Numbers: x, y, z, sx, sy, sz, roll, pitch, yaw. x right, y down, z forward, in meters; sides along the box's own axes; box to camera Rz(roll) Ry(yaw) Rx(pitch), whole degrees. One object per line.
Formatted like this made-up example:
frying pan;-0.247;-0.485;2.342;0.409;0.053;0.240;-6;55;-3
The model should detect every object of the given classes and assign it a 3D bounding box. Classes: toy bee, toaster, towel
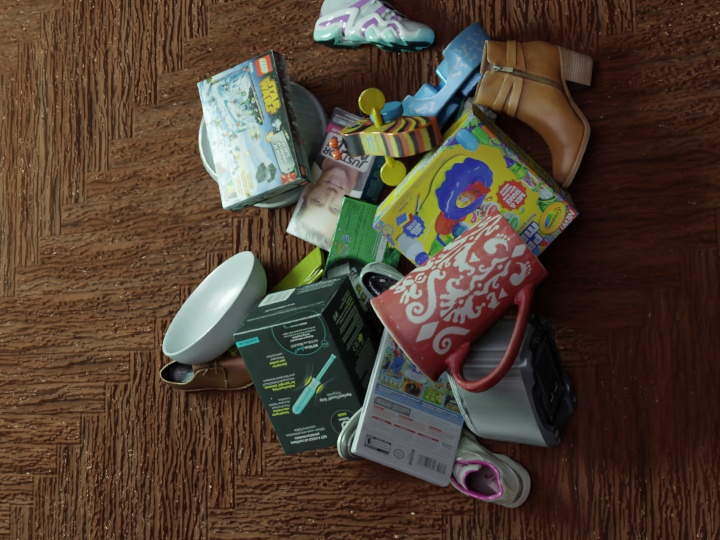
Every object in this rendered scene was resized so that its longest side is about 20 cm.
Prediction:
toy bee;0.019;-0.175;1.637;0.108;0.200;0.132;-30;95;-23
toaster;0.196;0.142;1.589;0.128;0.114;0.201;-3;127;30
towel;-0.130;0.043;1.814;0.200;0.018;0.086;-42;25;15

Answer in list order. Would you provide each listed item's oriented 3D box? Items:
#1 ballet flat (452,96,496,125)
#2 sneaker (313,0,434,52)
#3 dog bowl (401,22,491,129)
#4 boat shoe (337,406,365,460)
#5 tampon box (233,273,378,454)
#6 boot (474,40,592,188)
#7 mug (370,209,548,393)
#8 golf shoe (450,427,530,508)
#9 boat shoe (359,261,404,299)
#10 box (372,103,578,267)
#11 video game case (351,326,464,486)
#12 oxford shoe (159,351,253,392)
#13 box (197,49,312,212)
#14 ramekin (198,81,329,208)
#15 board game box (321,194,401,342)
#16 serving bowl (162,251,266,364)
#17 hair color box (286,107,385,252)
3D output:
ballet flat;0.138;-0.148;1.711;0.071;0.072;0.202;27;98;26
sneaker;0.025;-0.402;1.784;0.198;0.078;0.141;9;89;26
dog bowl;0.122;-0.259;1.707;0.050;0.111;0.200;42;103;10
boat shoe;0.055;0.205;1.639;0.057;0.199;0.068;3;109;48
tampon box;-0.061;0.134;1.697;0.149;0.126;0.201;-13;110;24
boot;0.230;-0.215;1.631;0.153;0.074;0.202;8;73;-8
mug;0.143;0.043;1.522;0.200;0.133;0.178;-40;91;5
golf shoe;0.136;0.262;1.650;0.199;0.091;0.076;22;96;28
boat shoe;0.080;0.059;1.689;0.200;0.071;0.070;34;102;7
box;0.154;-0.081;1.621;0.192;0.122;0.200;41;104;-7
video game case;0.078;0.172;1.618;0.142;0.018;0.202;22;68;-15
oxford shoe;-0.219;0.150;1.848;0.198;0.071;0.072;-17;74;21
box;-0.155;-0.203;1.755;0.136;0.040;0.202;-18;76;24
ramekin;-0.153;-0.201;1.834;0.198;0.105;0.202;-3;84;26
board game box;0.000;0.000;1.742;0.104;0.023;0.202;16;101;1
serving bowl;-0.208;0.068;1.811;0.200;0.201;0.066;-42;111;16
hair color box;-0.023;-0.129;1.787;0.099;0.060;0.202;24;96;27
